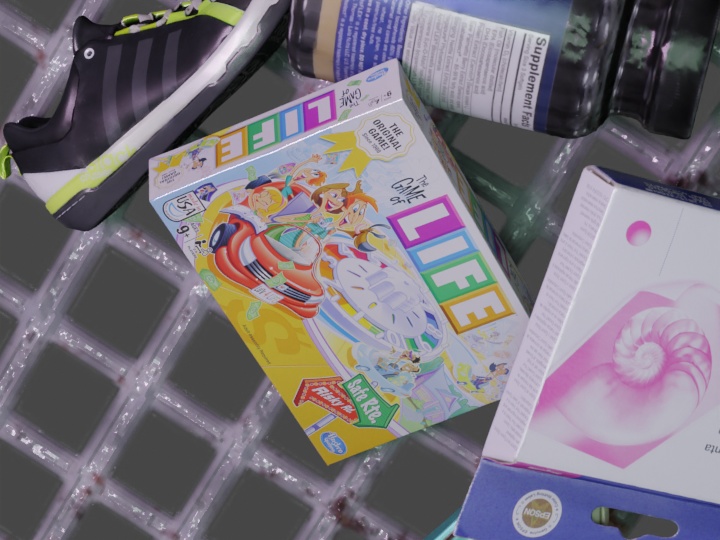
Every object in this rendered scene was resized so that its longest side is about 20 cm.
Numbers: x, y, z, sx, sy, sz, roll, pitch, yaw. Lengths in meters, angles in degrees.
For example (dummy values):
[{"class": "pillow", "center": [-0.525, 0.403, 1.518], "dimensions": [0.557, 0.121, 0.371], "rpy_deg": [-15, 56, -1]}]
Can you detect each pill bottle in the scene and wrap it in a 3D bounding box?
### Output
[{"class": "pill bottle", "center": [0.072, -0.127, 1.305], "dimensions": [0.200, 0.112, 0.112], "rpy_deg": [14, 103, 6]}]

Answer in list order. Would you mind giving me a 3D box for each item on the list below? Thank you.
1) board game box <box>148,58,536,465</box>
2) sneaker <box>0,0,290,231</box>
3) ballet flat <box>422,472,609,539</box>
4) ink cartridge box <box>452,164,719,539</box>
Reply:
[{"class": "board game box", "center": [0.000, 0.000, 1.332], "dimensions": [0.134, 0.034, 0.200], "rpy_deg": [-22, 128, 13]}, {"class": "sneaker", "center": [-0.109, -0.105, 1.360], "dimensions": [0.083, 0.072, 0.200], "rpy_deg": [46, 105, 0]}, {"class": "ballet flat", "center": [0.085, 0.127, 1.380], "dimensions": [0.070, 0.067, 0.200], "rpy_deg": [41, 111, 0]}, {"class": "ink cartridge box", "center": [0.168, 0.065, 1.321], "dimensions": [0.196, 0.043, 0.200], "rpy_deg": [13, 104, -23]}]
